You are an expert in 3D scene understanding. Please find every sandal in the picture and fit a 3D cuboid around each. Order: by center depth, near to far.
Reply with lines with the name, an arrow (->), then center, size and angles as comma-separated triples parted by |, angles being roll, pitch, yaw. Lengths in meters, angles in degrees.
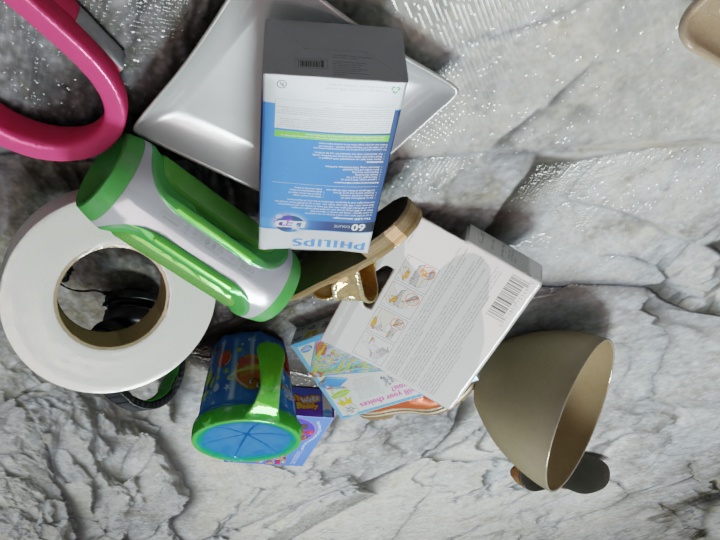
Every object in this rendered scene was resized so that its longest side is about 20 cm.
sandal -> -0.002, 0.004, 0.744 | 0.070, 0.078, 0.210 | 42, 137, -18

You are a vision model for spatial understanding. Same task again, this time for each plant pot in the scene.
plant pot -> 0.224, 0.160, 0.957 | 0.133, 0.202, 0.201 | 21, 159, 31

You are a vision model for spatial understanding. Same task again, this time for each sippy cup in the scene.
sippy cup -> -0.141, 0.154, 0.932 | 0.175, 0.132, 0.139 | -21, 142, 24

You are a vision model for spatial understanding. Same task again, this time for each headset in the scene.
headset -> -0.274, 0.069, 0.816 | 0.092, 0.125, 0.201 | -11, 129, 26

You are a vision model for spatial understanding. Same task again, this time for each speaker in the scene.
speaker -> -0.147, -0.033, 0.662 | 0.088, 0.090, 0.199 | -29, 130, 32

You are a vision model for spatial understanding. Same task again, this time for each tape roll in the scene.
tape roll -> -0.238, 0.020, 0.711 | 0.199, 0.037, 0.207 | -10, 114, -23

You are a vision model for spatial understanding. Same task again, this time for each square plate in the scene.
square plate -> -0.054, -0.137, 0.608 | 0.196, 0.029, 0.199 | 23, 137, -33

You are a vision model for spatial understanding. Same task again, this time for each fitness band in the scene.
fitness band -> -0.263, -0.156, 0.551 | 0.141, 0.038, 0.200 | -20, 142, 22

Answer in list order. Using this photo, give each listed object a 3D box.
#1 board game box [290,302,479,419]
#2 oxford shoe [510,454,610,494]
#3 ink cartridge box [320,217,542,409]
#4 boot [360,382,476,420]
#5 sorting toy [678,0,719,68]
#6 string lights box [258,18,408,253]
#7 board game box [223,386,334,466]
board game box -> 0.031, 0.102, 0.914 | 0.197, 0.034, 0.136 | -20, 117, 23
oxford shoe -> 0.372, 0.373, 1.383 | 0.196, 0.073, 0.071 | 7, 173, -16
ink cartridge box -> 0.074, 0.036, 0.813 | 0.174, 0.045, 0.202 | 28, 122, -2
boot -> 0.059, 0.145, 0.997 | 0.197, 0.076, 0.107 | -18, 139, 21
sorting toy -> 0.357, -0.217, 0.534 | 0.182, 0.037, 0.200 | 15, 137, -26
string lights box -> -0.030, -0.095, 0.593 | 0.101, 0.060, 0.201 | 2, 146, -8
board game box -> -0.129, 0.241, 1.138 | 0.132, 0.045, 0.201 | 7, 144, -16
